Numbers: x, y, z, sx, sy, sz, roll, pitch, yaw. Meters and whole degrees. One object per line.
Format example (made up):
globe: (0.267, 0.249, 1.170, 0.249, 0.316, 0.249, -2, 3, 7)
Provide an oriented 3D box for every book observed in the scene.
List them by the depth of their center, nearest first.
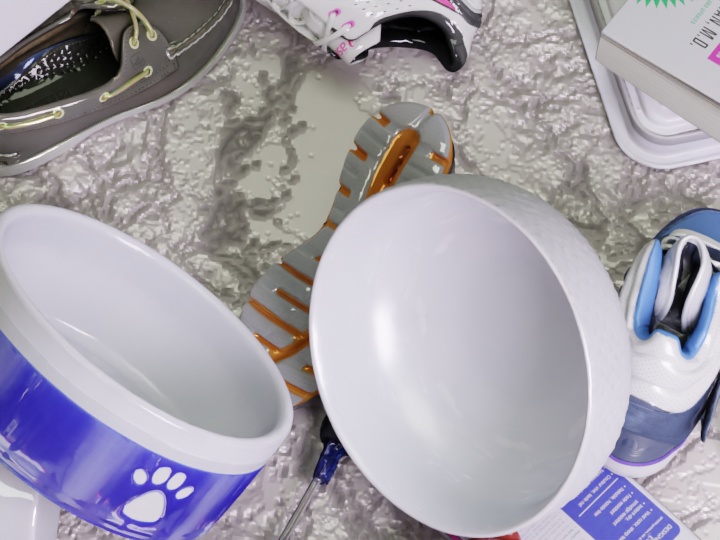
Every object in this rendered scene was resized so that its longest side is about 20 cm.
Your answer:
book: (0.261, -0.127, 1.711, 0.200, 0.048, 0.134, 33, 66, 14)

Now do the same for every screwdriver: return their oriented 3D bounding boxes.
screwdriver: (-0.029, 0.136, 1.635, 0.029, 0.028, 0.200, 32, 67, -18)

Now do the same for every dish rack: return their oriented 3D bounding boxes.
dish rack: (0.221, -0.169, 1.773, 0.171, 0.044, 0.200, -12, 66, -7)

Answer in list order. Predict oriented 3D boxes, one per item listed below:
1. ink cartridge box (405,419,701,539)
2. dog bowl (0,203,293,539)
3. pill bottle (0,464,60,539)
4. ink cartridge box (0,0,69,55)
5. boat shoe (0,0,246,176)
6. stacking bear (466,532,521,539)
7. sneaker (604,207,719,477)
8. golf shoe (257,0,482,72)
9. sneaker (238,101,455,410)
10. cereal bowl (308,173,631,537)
ink cartridge box: (0.107, 0.140, 1.629, 0.200, 0.037, 0.095, 41, 70, 19)
dog bowl: (-0.139, 0.056, 1.574, 0.200, 0.200, 0.079, 44, 109, 18)
pill bottle: (-0.271, 0.120, 1.590, 0.200, 0.113, 0.113, 7, 65, 2)
ink cartridge box: (-0.277, -0.210, 1.736, 0.146, 0.086, 0.200, -40, 56, -17)
boat shoe: (-0.155, -0.131, 1.740, 0.202, 0.060, 0.072, -33, 69, -15)
stacking bear: (0.015, 0.214, 1.550, 0.200, 0.114, 0.122, -28, 68, -15)
sneaker: (0.191, 0.010, 1.617, 0.081, 0.147, 0.200, 24, 55, 7)
golf shoe: (-0.019, -0.174, 1.736, 0.200, 0.073, 0.092, 7, 65, -15)
sneaker: (0.000, 0.000, 1.676, 0.078, 0.077, 0.200, 33, 86, 19)
cereal bowl: (0.070, 0.040, 1.564, 0.200, 0.200, 0.083, 47, 38, 19)
